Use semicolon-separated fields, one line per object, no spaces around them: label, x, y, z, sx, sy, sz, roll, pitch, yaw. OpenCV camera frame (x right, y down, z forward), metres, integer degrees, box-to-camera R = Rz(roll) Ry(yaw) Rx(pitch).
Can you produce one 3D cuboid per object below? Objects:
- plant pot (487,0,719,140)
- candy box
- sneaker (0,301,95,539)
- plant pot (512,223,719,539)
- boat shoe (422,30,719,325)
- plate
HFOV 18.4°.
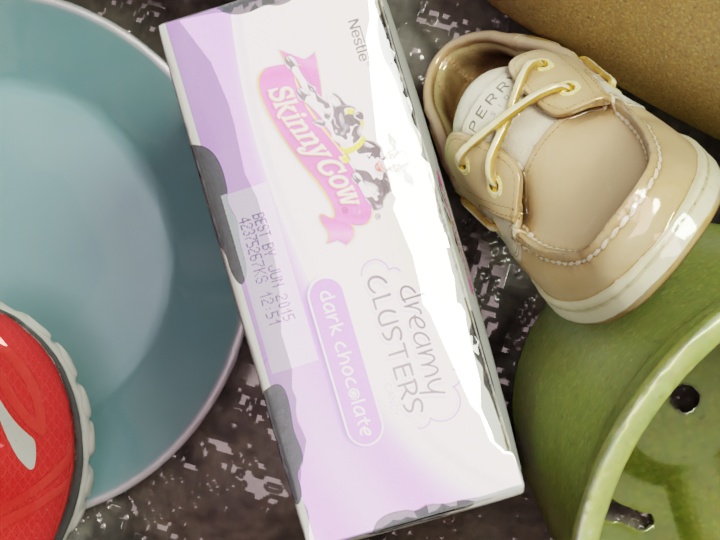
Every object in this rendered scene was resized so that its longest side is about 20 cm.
plant pot;0.148;-0.119;0.778;0.199;0.186;0.187;15;88;22
candy box;0.000;0.000;0.755;0.071;0.200;0.168;-16;86;3
sneaker;-0.148;0.111;0.800;0.077;0.085;0.201;13;101;4
plant pot;0.137;0.067;0.736;0.199;0.184;0.201;-3;104;-11
boat shoe;0.060;-0.039;0.750;0.069;0.200;0.074;38;93;-17
plate;-0.136;-0.005;0.839;0.199;0.026;0.201;1;97;8
